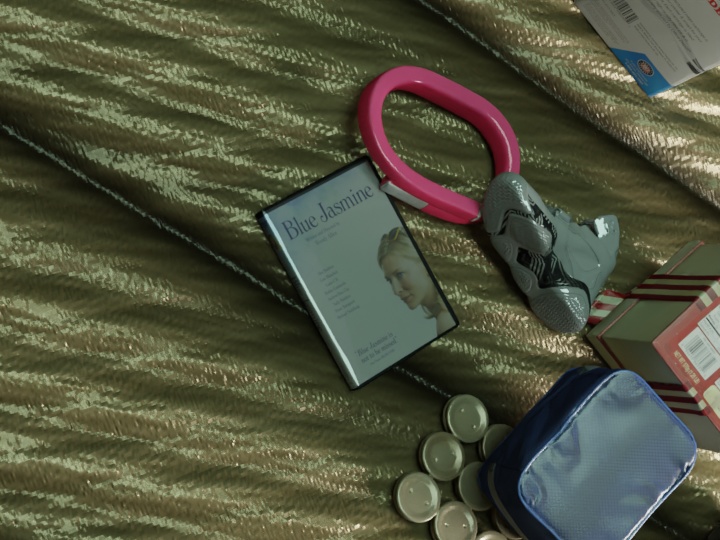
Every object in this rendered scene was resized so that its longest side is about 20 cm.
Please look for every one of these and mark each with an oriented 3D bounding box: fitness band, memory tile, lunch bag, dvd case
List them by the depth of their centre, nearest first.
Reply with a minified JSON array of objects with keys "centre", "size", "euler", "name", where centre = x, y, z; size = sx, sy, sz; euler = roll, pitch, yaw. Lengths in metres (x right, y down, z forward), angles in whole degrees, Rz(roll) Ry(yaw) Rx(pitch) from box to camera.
[{"centre":[0.223,0.183,1.573],"size":[0.200,0.132,0.136],"euler":[-44,100,-15],"name":"lunch bag"},{"centre":[0.000,0.000,1.586],"size":[0.143,0.018,0.200],"euler":[-30,93,-30],"name":"dvd case"},{"centre":[0.135,0.233,1.604],"size":[0.200,0.017,0.153],"euler":[41,62,-13],"name":"memory tile"},{"centre":[0.082,-0.130,1.642],"size":[0.200,0.037,0.144],"euler":[24,63,-28],"name":"fitness band"}]

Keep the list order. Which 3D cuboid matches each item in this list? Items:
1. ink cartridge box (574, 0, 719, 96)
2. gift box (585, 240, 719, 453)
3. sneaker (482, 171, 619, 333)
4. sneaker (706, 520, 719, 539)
[{"centre":[0.353,-0.294,1.745],"size":[0.146,0.200,0.086],"euler":[50,60,-10],"name":"ink cartridge box"},{"centre":[0.350,0.082,1.666],"size":[0.200,0.187,0.185],"euler":[-36,98,-11],"name":"gift box"},{"centre":[0.202,-0.041,1.659],"size":[0.115,0.075,0.200],"euler":[-50,124,-33],"name":"sneaker"},{"centre":[0.392,0.350,1.680],"size":[0.114,0.076,0.199],"euler":[50,55,-2],"name":"sneaker"}]
